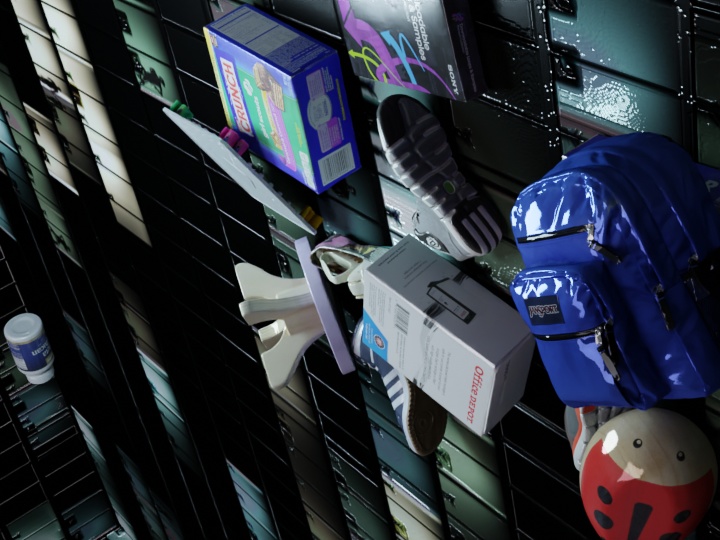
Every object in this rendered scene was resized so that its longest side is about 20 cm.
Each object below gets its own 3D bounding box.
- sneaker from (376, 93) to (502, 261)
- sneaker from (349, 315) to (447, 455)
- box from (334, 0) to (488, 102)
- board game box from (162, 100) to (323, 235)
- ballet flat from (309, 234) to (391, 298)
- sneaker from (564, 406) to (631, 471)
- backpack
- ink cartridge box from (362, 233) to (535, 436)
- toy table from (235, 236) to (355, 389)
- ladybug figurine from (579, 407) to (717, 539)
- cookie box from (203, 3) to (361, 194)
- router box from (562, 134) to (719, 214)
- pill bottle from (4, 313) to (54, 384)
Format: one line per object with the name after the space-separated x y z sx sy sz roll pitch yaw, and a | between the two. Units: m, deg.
0.067 -0.091 1.371 0.201 0.075 0.115 57 158 2 | sneaker
0.049 0.146 1.664 0.108 0.070 0.201 12 121 52 | sneaker
0.043 -0.257 1.275 0.200 0.036 0.144 22 137 51 | box
-0.158 -0.142 1.677 0.200 0.026 0.200 45 173 -36 | board game box
0.000 0.000 1.597 0.200 0.071 0.070 21 135 53 | ballet flat
0.240 0.121 1.281 0.082 0.077 0.201 -118 26 -47 | sneaker
0.209 0.001 0.981 0.162 0.167 0.201 -11 104 57 | backpack
0.100 0.076 1.450 0.200 0.084 0.146 37 148 24 | ink cartridge box
-0.093 0.063 1.717 0.184 0.116 0.201 69 -179 -60 | toy table
0.286 0.224 1.250 0.135 0.072 0.201 11 133 13 | ladybug figurine
-0.098 -0.214 1.538 0.200 0.075 0.172 35 148 43 | cookie box
0.275 -0.011 1.094 0.200 0.049 0.180 27 140 50 | router box
-0.950 0.231 3.590 0.111 0.111 0.201 37 148 39 | pill bottle
